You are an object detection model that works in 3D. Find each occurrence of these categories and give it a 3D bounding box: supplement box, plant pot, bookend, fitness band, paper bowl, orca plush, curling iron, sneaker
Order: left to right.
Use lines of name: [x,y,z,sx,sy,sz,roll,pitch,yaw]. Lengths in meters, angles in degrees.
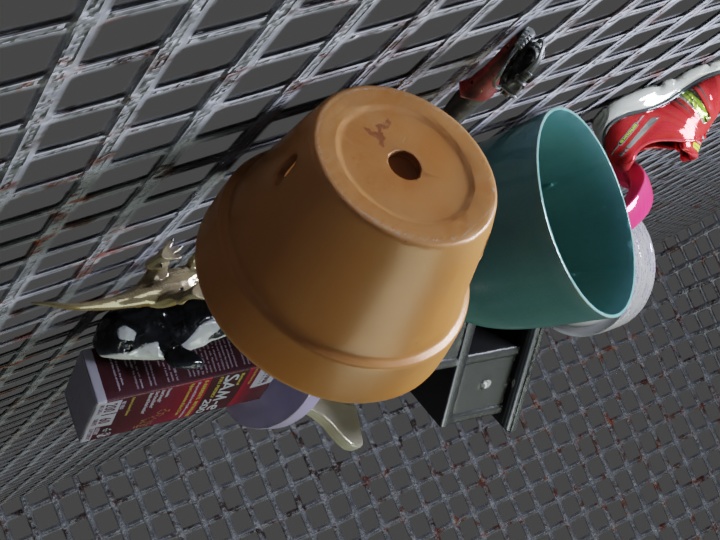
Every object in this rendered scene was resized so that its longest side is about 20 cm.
supplement box: [-0.186,0.106,1.458,0.199,0.061,0.109,-12,158,-26]
orca plush: [-0.155,0.037,1.395,0.199,0.105,0.071,1,127,-11]
plant pot: [0.002,-0.029,0.995,0.200,0.200,0.140,-18,155,-38]
bookend: [0.086,0.087,1.564,0.199,0.092,0.199,-8,126,-30]
curling iron: [0.084,-0.130,1.083,0.050,0.026,0.200,-60,-169,-20]
plant pot: [0.145,-0.034,1.380,0.160,0.201,0.200,-17,177,30]
fitness band: [0.222,-0.076,1.533,0.143,0.038,0.200,-29,-153,-11]
paper bowl: [0.303,-0.007,2.037,0.200,0.201,0.104,-29,169,40]
sneaker: [0.335,-0.156,1.491,0.199,0.085,0.077,-22,174,-5]

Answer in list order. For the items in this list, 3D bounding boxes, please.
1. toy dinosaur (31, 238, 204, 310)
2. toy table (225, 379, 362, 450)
toy dinosaur: [-0.169,0.015,1.244,0.199,0.058,0.101,-18,172,-39]
toy table: [-0.059,0.116,1.669,0.117,0.185,0.200,4,169,-39]
